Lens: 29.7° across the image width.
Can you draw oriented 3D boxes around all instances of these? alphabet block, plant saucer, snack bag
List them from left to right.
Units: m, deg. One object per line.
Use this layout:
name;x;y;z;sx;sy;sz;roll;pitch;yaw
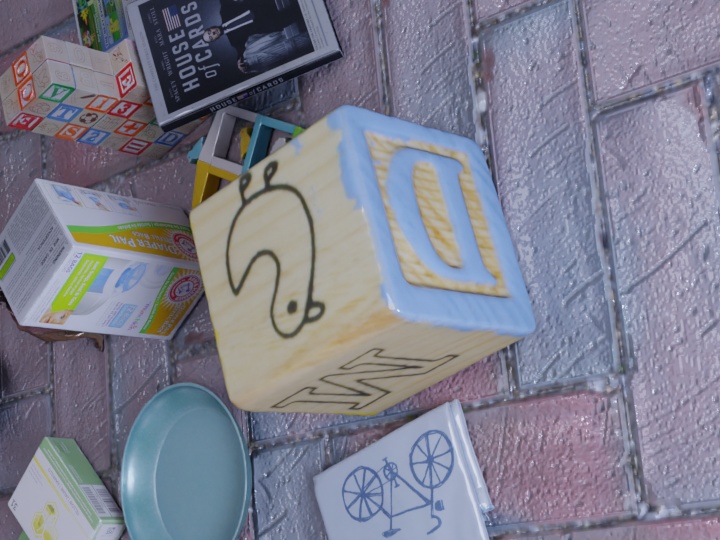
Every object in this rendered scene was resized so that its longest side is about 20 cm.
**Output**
plant saucer;-0.173;0.218;1.402;0.199;0.036;0.202;-8;78;42
alphabet block;0.000;0.000;1.167;0.199;0.195;0.197;-32;62;35
snack bag;0.046;0.241;1.207;0.188;0.021;0.202;-34;62;35

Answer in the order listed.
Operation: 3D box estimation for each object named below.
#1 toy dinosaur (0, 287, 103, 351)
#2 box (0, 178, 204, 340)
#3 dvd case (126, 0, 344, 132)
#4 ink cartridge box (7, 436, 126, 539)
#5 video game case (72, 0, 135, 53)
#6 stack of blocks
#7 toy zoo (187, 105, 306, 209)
toy dinosaur;-0.372;0.045;1.541;0.199;0.135;0.087;9;90;42
box;-0.262;-0.008;1.404;0.113;0.199;0.102;-51;55;22
dvd case;-0.129;-0.242;1.373;0.198;0.025;0.151;-22;68;7
ink cartridge box;-0.354;0.313;1.548;0.146;0.048;0.201;45;111;36
video game case;-0.280;-0.353;1.559;0.181;0.022;0.202;-18;81;46
stack of blocks;-0.263;-0.186;1.429;0.115;0.199;0.059;-34;62;35
toy zoo;-0.112;-0.095;1.399;0.199;0.020;0.132;21;98;43
